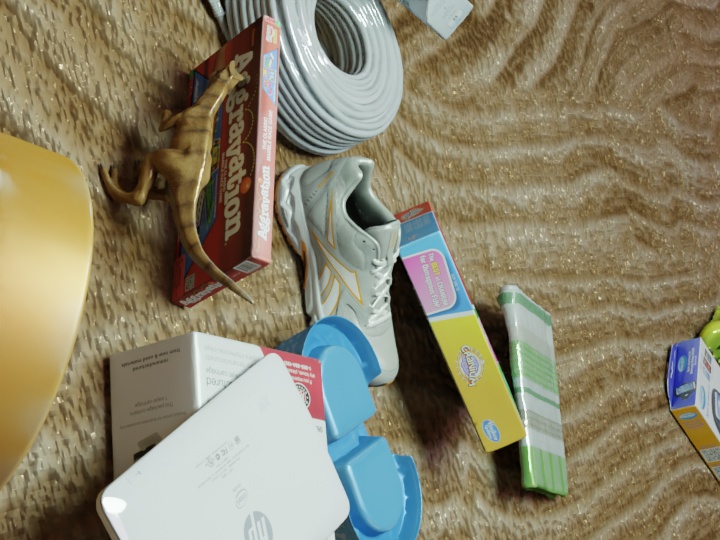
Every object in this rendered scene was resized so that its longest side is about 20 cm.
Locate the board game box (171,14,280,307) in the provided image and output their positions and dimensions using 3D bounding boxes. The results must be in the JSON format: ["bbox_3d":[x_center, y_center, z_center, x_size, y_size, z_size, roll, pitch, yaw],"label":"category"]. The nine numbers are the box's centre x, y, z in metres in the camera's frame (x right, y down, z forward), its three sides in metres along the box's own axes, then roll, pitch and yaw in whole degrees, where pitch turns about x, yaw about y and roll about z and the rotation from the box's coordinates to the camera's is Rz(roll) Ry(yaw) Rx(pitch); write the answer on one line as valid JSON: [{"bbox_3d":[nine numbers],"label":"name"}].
[{"bbox_3d":[-0.099,-0.081,0.999,0.019,0.103,0.200,21,58,-36],"label":"board game box"}]

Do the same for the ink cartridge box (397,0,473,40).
[{"bbox_3d":[0.009,-0.288,1.194,0.160,0.047,0.200,44,11,16],"label":"ink cartridge box"}]

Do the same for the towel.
[{"bbox_3d":[0.172,0.126,1.369,0.149,0.031,0.201,31,52,-64],"label":"towel"}]

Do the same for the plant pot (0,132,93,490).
[{"bbox_3d":[-0.259,0.006,0.654,0.183,0.200,0.201,22,57,-33],"label":"plant pot"}]

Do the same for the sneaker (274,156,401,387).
[{"bbox_3d":[0.000,0.000,1.124,0.076,0.092,0.200,-29,101,-56],"label":"sneaker"}]

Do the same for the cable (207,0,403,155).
[{"bbox_3d":[-0.037,-0.203,1.181,0.200,0.069,0.200,-36,106,-57],"label":"cable"}]

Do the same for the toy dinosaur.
[{"bbox_3d":[-0.125,-0.065,0.949,0.060,0.106,0.200,34,50,-46],"label":"toy dinosaur"}]

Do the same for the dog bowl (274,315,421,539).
[{"bbox_3d":[-0.016,0.137,1.079,0.111,0.049,0.200,-27,99,-57],"label":"dog bowl"}]

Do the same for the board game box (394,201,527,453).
[{"bbox_3d":[0.087,0.047,1.223,0.153,0.040,0.200,-94,160,-77],"label":"board game box"}]

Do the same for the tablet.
[{"bbox_3d":[-0.078,0.149,0.856,0.200,0.014,0.130,-39,108,-53],"label":"tablet"}]

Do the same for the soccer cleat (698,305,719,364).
[{"bbox_3d":[0.523,0.086,1.935,0.200,0.065,0.084,3,44,-52],"label":"soccer cleat"}]

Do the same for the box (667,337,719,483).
[{"bbox_3d":[0.465,0.184,1.804,0.200,0.041,0.119,53,38,-33],"label":"box"}]

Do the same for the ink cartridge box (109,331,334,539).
[{"bbox_3d":[-0.090,0.155,0.923,0.147,0.083,0.201,18,62,-53],"label":"ink cartridge box"}]
